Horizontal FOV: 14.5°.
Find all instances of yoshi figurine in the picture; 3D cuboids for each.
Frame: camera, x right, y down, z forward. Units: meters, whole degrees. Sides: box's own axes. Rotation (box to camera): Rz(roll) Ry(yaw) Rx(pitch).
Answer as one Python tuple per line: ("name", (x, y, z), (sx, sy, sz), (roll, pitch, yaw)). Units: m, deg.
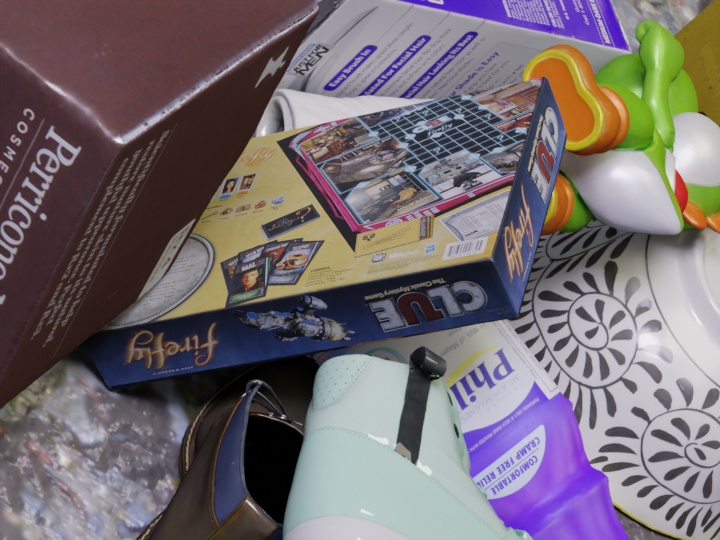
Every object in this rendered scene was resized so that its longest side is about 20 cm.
("yoshi figurine", (0.123, -0.070, 1.426), (0.200, 0.112, 0.112), (3, 85, -58))

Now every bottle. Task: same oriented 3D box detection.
("bottle", (0.056, 0.075, 1.299), (0.200, 0.084, 0.065), (53, 2, 5))

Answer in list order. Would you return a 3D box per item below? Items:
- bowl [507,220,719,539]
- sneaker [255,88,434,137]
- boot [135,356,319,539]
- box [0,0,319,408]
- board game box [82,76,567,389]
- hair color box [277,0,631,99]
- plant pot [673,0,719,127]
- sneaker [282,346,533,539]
("bowl", (0.178, 0.034, 1.495), (0.201, 0.094, 0.201), (25, 44, -27))
("sneaker", (0.000, 0.000, 1.378), (0.115, 0.074, 0.200), (6, 55, -28))
("boot", (-0.035, 0.084, 1.236), (0.075, 0.097, 0.200), (40, 38, -8))
("box", (-0.162, -0.083, 1.167), (0.200, 0.166, 0.164), (37, 36, 9))
("board game box", (-0.014, -0.017, 1.268), (0.136, 0.200, 0.035), (-71, 143, -48))
("hair color box", (0.030, -0.120, 1.466), (0.200, 0.109, 0.065), (6, 54, -42))
("plant pot", (0.282, -0.082, 1.612), (0.176, 0.200, 0.200), (17, 48, -33))
("sneaker", (0.052, 0.107, 1.171), (0.200, 0.074, 0.118), (36, 45, -36))
